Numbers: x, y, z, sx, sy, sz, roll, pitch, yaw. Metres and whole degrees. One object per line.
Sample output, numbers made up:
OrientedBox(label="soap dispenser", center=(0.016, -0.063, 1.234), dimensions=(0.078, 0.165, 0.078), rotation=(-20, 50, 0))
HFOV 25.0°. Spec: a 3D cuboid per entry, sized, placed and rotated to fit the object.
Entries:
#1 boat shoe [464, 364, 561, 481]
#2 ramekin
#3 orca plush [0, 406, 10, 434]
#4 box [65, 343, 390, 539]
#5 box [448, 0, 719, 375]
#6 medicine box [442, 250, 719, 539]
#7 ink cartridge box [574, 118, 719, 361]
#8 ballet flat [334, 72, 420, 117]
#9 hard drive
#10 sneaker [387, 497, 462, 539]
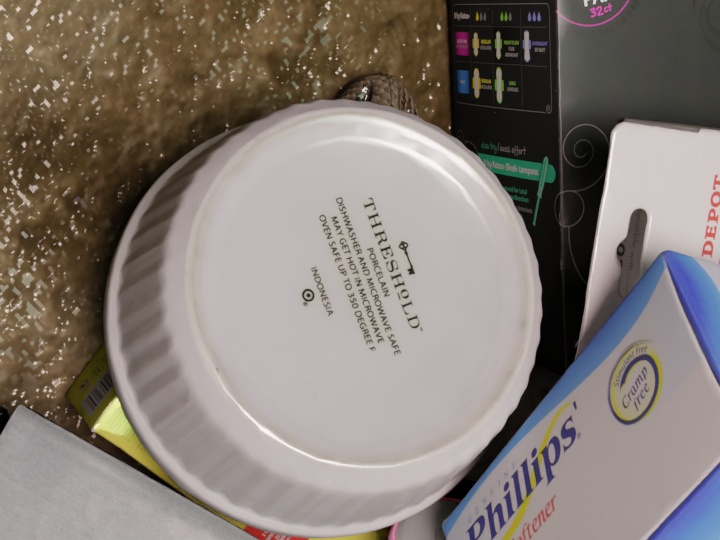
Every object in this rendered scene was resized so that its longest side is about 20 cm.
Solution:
OrientedBox(label="boat shoe", center=(0.117, 0.076, 0.836), dimensions=(0.198, 0.066, 0.073), rotation=(0, 89, 13))
OrientedBox(label="ramekin", center=(-0.011, 0.017, 0.730), dimensions=(0.200, 0.094, 0.205), rotation=(4, 76, -15))
OrientedBox(label="orca plush", center=(-0.219, 0.106, 0.750), dimensions=(0.105, 0.071, 0.201), rotation=(28, 88, -23))
OrientedBox(label="box", center=(-0.051, 0.108, 0.816), dimensions=(0.200, 0.075, 0.050), rotation=(41, 84, -23))
OrientedBox(label="box", center=(0.136, -0.062, 0.835), dimensions=(0.147, 0.124, 0.202), rotation=(-6, 100, -21))
OrientedBox(label="medicine box", center=(0.169, 0.106, 0.709), dimensions=(0.198, 0.103, 0.183), rotation=(13, 128, -29))
OrientedBox(label="ink cartridge box", center=(0.178, -0.006, 0.757), dimensions=(0.198, 0.068, 0.116), rotation=(5, 98, -23))
OrientedBox(label="ballet flat", center=(0.000, 0.000, 0.833), dimensions=(0.067, 0.046, 0.202), rotation=(7, 96, -22))
OrientedBox(label="hard drive", center=(-0.100, 0.170, 0.725), dimensions=(0.199, 0.033, 0.140), rotation=(29, 81, -1))
OrientedBox(label="sneaker", center=(0.090, 0.184, 0.799), dimensions=(0.198, 0.079, 0.096), rotation=(23, 120, -10))
